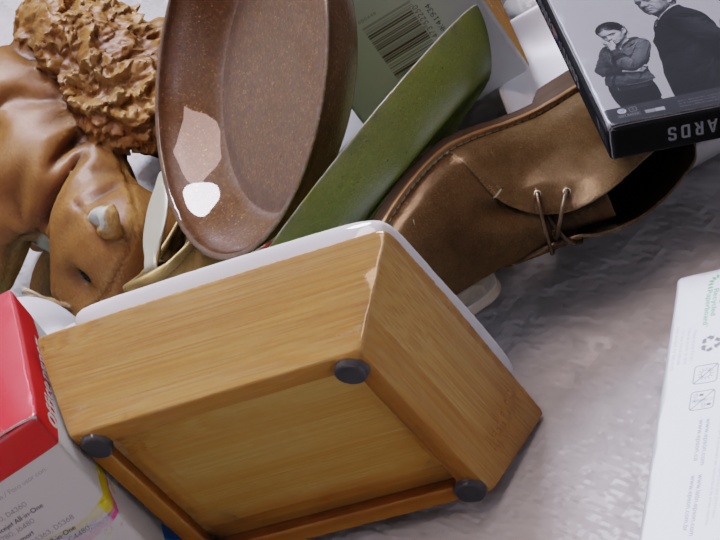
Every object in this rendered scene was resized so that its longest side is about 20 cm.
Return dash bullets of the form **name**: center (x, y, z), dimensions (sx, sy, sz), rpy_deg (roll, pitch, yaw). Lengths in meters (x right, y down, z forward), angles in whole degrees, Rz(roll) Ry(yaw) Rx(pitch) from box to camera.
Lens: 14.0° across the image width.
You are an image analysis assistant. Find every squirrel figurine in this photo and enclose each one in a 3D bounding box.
- **squirrel figurine**: center (-0.155, -0.065, 1.682), dimensions (0.187, 0.142, 0.200), rpy_deg (36, 97, 47)

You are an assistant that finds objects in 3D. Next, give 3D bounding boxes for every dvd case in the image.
- **dvd case**: center (0.174, -0.132, 1.498), dimensions (0.150, 0.025, 0.200), rpy_deg (-12, 36, -5)

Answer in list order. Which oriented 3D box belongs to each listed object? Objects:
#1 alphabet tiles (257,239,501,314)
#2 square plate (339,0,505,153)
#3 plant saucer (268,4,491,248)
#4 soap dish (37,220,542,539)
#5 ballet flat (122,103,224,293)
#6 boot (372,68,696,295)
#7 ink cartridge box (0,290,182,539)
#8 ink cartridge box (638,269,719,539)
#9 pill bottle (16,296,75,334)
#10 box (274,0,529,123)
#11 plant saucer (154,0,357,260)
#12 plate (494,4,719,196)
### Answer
- **alphabet tiles**: center (0.000, 0.000, 1.584), dimensions (0.200, 0.015, 0.196), rpy_deg (-34, 28, 3)
- **square plate**: center (-0.027, -0.118, 1.755), dimensions (0.200, 0.028, 0.198), rpy_deg (-46, 36, -15)
- **plant saucer**: center (0.009, -0.051, 1.519), dimensions (0.200, 0.031, 0.200), rpy_deg (-51, -2, -2)
- **soap dish**: center (-0.035, 0.065, 1.430), dimensions (0.200, 0.157, 0.081), rpy_deg (-17, 47, 26)
- **ballet flat**: center (-0.075, -0.056, 1.617), dimensions (0.069, 0.063, 0.200), rpy_deg (-27, 38, 56)
- **boot**: center (0.083, -0.034, 1.458), dimensions (0.200, 0.074, 0.075), rpy_deg (-36, 43, -20)
- **ink cartridge box**: center (-0.162, 0.095, 1.460), dimensions (0.067, 0.200, 0.116), rpy_deg (-32, 34, 7)
- **ink cartridge box**: center (0.227, 0.062, 1.306), dimensions (0.200, 0.041, 0.200), rpy_deg (-14, 39, 28)
- **pill bottle**: center (-0.215, 0.075, 1.610), dimensions (0.200, 0.111, 0.111), rpy_deg (-12, 41, 32)
- **box**: center (0.007, -0.182, 1.666), dimensions (0.097, 0.124, 0.200), rpy_deg (-31, 35, 9)
- **plant saucer**: center (-0.050, -0.104, 1.526), dimensions (0.200, 0.037, 0.200), rpy_deg (-12, 76, 60)
- **plate**: center (0.173, -0.114, 1.575), dimensions (0.200, 0.032, 0.200), rpy_deg (-29, 35, 11)
